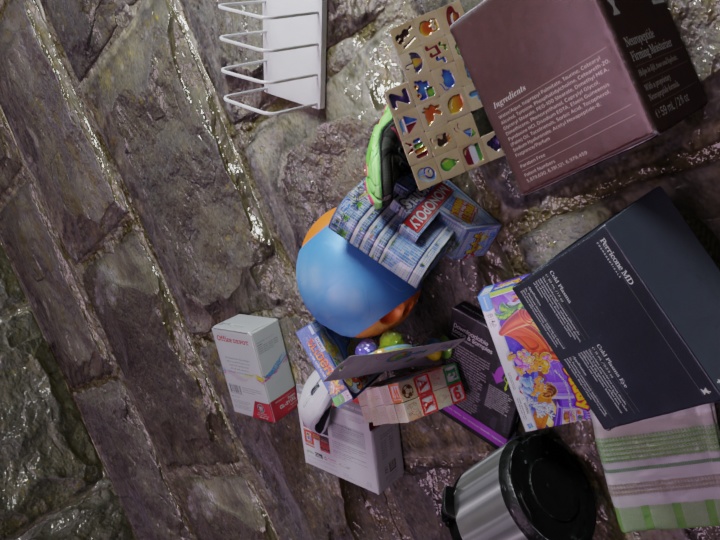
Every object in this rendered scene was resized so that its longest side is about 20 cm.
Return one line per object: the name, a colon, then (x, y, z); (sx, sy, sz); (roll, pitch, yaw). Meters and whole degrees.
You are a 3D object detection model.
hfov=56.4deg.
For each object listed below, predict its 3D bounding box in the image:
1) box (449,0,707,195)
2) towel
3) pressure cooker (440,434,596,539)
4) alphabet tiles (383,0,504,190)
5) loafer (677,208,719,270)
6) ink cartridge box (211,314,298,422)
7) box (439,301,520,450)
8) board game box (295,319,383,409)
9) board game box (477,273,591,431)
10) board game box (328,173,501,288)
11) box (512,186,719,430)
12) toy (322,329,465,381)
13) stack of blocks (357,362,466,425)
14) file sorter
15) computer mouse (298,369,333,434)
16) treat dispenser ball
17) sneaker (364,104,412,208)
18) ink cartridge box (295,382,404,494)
box: (0.233, -0.218, 0.718); (0.163, 0.164, 0.204); (-23, 94, 48)
towel: (0.383, 0.237, 0.858); (0.146, 0.031, 0.205); (-12, 103, 24)
pressure cooker: (0.227, 0.360, 0.996); (0.178, 0.177, 0.200); (55, 134, 15)
alphabet tiles: (0.116, -0.229, 0.861); (0.164, 0.008, 0.204); (-21, 95, 2)
loafer: (0.387, 0.028, 0.749); (0.067, 0.075, 0.203); (-33, 85, 40)
ink cartridge box: (-0.223, 0.204, 1.431); (0.144, 0.082, 0.205); (3, 111, 44)
box: (0.191, 0.166, 1.040); (0.141, 0.036, 0.204); (29, 129, 33)
board game box: (-0.023, 0.133, 1.119); (0.034, 0.199, 0.137); (-31, 87, 21)
board game box: (0.256, 0.104, 0.908); (0.132, 0.045, 0.204); (-19, 96, 26)
board game box: (0.088, -0.072, 0.943); (0.198, 0.200, 0.062); (33, 132, 10)
box: (0.298, 0.049, 0.738); (0.202, 0.103, 0.182); (58, 154, 8)
toy: (0.047, 0.119, 1.008); (0.115, 0.195, 0.048); (-49, 48, 54)
stack of blocks: (0.065, 0.205, 1.089); (0.199, 0.113, 0.060); (-29, 77, 60)
file sorter: (-0.143, -0.360, 1.053); (0.137, 0.123, 0.205); (25, 126, 34)
computer mouse: (-0.078, 0.222, 1.193); (0.110, 0.043, 0.203); (51, 140, 38)
treat dispenser ball: (0.000, 0.000, 1.027); (0.198, 0.199, 0.206); (21, 123, 36)
sneaker: (0.056, -0.164, 0.909); (0.082, 0.203, 0.078); (14, 142, 8)
ink cartridge box: (-0.023, 0.299, 1.279); (0.197, 0.083, 0.180); (9, 114, 41)
